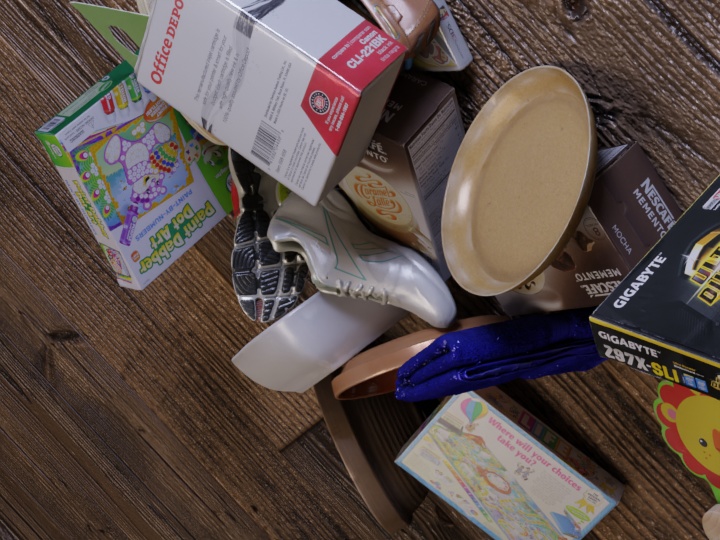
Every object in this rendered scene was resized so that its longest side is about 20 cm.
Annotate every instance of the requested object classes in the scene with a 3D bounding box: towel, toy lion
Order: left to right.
[{"bbox_3d":[0.144,0.081,1.689,0.148,0.200,0.050,135,123,-62],"label":"towel"},{"bbox_3d":[0.355,0.164,1.649,0.200,0.069,0.192,4,123,52],"label":"toy lion"}]

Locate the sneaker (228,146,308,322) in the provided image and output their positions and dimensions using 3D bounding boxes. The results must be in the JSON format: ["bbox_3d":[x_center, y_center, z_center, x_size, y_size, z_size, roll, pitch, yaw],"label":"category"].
[{"bbox_3d":[-0.092,-0.043,1.820,0.085,0.077,0.200,115,154,-75],"label":"sneaker"}]

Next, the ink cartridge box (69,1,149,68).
[{"bbox_3d":[-0.169,-0.191,1.755,0.200,0.048,0.146,10,161,26],"label":"ink cartridge box"}]

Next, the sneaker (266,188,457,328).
[{"bbox_3d":[0.000,0.000,1.731,0.200,0.080,0.070,36,158,9],"label":"sneaker"}]

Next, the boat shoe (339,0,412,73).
[{"bbox_3d":[-0.045,-0.223,1.640,0.200,0.069,0.084,27,146,36],"label":"boat shoe"}]

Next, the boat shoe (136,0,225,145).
[{"bbox_3d":[-0.159,-0.211,1.855,0.069,0.074,0.200,14,137,55],"label":"boat shoe"}]

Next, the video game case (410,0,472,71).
[{"bbox_3d":[-0.007,-0.256,1.642,0.200,0.023,0.182,6,132,51],"label":"video game case"}]

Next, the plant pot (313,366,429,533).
[{"bbox_3d":[0.031,0.179,2.034,0.201,0.093,0.201,62,-175,-9],"label":"plant pot"}]

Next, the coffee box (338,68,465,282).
[{"bbox_3d":[0.039,-0.095,1.700,0.114,0.080,0.200,27,153,32],"label":"coffee box"}]

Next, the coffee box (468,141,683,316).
[{"bbox_3d":[0.182,-0.033,1.605,0.113,0.080,0.200,56,151,-15],"label":"coffee box"}]

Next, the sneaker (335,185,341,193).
[{"bbox_3d":[-0.038,-0.097,1.828,0.070,0.078,0.200,13,137,49],"label":"sneaker"}]

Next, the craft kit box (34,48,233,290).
[{"bbox_3d":[-0.214,-0.117,1.918,0.048,0.200,0.198,13,137,45],"label":"craft kit box"}]

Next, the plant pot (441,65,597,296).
[{"bbox_3d":[0.136,-0.072,1.541,0.027,0.200,0.200,18,166,-30],"label":"plant pot"}]

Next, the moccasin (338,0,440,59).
[{"bbox_3d":[-0.028,-0.242,1.580,0.201,0.078,0.074,41,150,13],"label":"moccasin"}]

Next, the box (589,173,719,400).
[{"bbox_3d":[0.293,0.009,1.377,0.160,0.200,0.049,22,145,39],"label":"box"}]

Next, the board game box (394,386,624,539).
[{"bbox_3d":[0.153,0.210,1.912,0.200,0.034,0.135,38,124,-2],"label":"board game box"}]

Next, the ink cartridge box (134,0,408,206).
[{"bbox_3d":[-0.079,-0.174,1.562,0.200,0.084,0.144,35,138,9],"label":"ink cartridge box"}]

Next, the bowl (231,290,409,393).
[{"bbox_3d":[-0.019,0.048,1.853,0.075,0.200,0.200,52,156,2],"label":"bowl"}]

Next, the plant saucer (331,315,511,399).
[{"bbox_3d":[0.067,0.082,1.809,0.200,0.200,0.032,-35,69,62],"label":"plant saucer"}]
